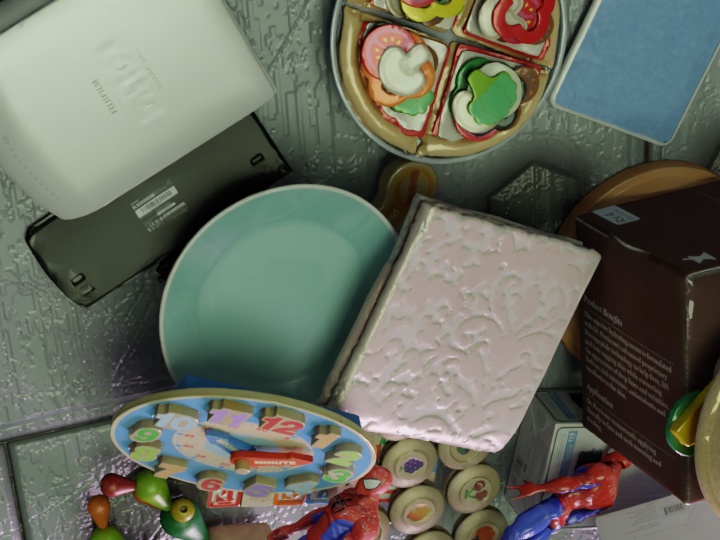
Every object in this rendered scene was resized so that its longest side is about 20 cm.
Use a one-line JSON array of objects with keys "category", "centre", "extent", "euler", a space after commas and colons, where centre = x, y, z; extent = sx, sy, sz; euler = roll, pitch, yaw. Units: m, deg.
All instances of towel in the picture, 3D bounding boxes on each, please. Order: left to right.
[{"category": "towel", "centre": [0.077, 0.046, 1.307], "extent": [0.200, 0.032, 0.191], "euler": [15, 105, -40]}]

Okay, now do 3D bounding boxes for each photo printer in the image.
[{"category": "photo printer", "centre": [-0.182, -0.141, 1.199], "extent": [0.200, 0.069, 0.167], "euler": [-32, 122, -4]}]

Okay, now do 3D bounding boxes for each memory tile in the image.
[{"category": "memory tile", "centre": [0.045, 0.180, 1.405], "extent": [0.153, 0.017, 0.200], "euler": [-18, 121, -12]}]

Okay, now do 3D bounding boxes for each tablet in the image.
[{"category": "tablet", "centre": [0.243, -0.206, 1.361], "extent": [0.130, 0.014, 0.200], "euler": [16, 109, -27]}]

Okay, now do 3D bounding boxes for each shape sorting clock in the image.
[{"category": "shape sorting clock", "centre": [-0.088, 0.133, 1.258], "extent": [0.200, 0.039, 0.200], "euler": [3, 149, 2]}]

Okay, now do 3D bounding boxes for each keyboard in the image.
[{"category": "keyboard", "centre": [-0.149, -0.043, 1.290], "extent": [0.200, 0.040, 0.104], "euler": [-33, 99, -2]}]

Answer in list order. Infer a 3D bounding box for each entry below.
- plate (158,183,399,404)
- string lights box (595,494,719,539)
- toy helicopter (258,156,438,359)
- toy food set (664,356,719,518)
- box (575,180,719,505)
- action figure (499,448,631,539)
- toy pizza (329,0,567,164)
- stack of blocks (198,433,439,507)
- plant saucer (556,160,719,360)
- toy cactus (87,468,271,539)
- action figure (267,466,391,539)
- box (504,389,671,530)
[{"category": "plate", "centre": [-0.057, 0.026, 1.261], "extent": [0.200, 0.026, 0.200], "euler": [-10, 116, -21]}, {"category": "string lights box", "centre": [0.283, 0.257, 1.510], "extent": [0.103, 0.059, 0.200], "euler": [-18, 153, 11]}, {"category": "toy helicopter", "centre": [0.000, 0.000, 1.336], "extent": [0.132, 0.079, 0.200], "euler": [33, 96, -31]}, {"category": "toy food set", "centre": [0.334, 0.109, 1.286], "extent": [0.200, 0.049, 0.198], "euler": [-46, 121, -4]}, {"category": "box", "centre": [0.287, 0.053, 1.368], "extent": [0.164, 0.166, 0.200], "euler": [-13, 114, -20]}, {"category": "action figure", "centre": [0.156, 0.210, 1.434], "extent": [0.200, 0.052, 0.065], "euler": [-32, 138, -15]}, {"category": "toy pizza", "centre": [0.073, -0.177, 1.283], "extent": [0.200, 0.032, 0.201], "euler": [-7, 108, -21]}, {"category": "stack of blocks", "centre": [-0.032, 0.131, 1.395], "extent": [0.200, 0.059, 0.115], "euler": [1, 115, -21]}, {"category": "plant saucer", "centre": [0.255, 0.003, 1.458], "extent": [0.200, 0.032, 0.201], "euler": [-8, 118, -16]}, {"category": "toy cactus", "centre": [-0.147, 0.245, 1.399], "extent": [0.165, 0.102, 0.200], "euler": [-12, 110, -26]}, {"category": "action figure", "centre": [-0.046, 0.231, 1.345], "extent": [0.200, 0.065, 0.052], "euler": [-46, 118, 8]}, {"category": "box", "centre": [0.241, 0.169, 1.518], "extent": [0.200, 0.060, 0.117], "euler": [2, 114, -22]}]
